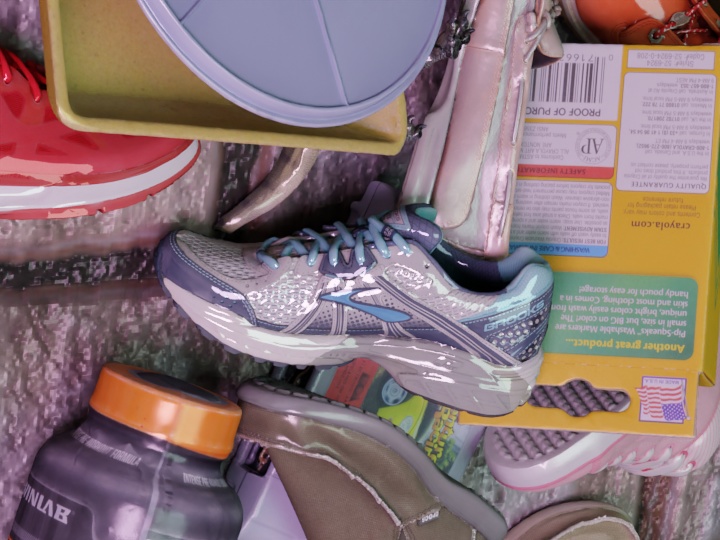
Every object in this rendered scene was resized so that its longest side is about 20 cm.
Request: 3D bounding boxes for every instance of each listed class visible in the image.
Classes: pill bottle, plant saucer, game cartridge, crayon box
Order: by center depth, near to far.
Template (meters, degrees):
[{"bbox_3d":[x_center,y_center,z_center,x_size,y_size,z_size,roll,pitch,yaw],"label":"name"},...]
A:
[{"bbox_3d":[-0.076,-0.150,1.224,0.199,0.048,0.201,3,77,-41],"label":"plant saucer"},{"bbox_3d":[-0.120,0.148,1.287,0.106,0.106,0.201,16,93,-43],"label":"pill bottle"},{"bbox_3d":[0.121,-0.014,1.386,0.052,0.125,0.201,36,58,-71],"label":"crayon box"},{"bbox_3d":[0.011,0.067,1.421,0.133,0.041,0.201,27,86,-47],"label":"game cartridge"}]

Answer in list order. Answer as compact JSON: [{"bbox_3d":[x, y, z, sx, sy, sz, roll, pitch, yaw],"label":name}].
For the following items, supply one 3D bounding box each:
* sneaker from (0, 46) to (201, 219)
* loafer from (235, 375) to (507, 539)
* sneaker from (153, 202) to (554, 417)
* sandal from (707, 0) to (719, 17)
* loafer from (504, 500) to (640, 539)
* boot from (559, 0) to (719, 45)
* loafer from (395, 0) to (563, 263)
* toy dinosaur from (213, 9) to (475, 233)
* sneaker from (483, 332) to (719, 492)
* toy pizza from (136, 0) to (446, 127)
[{"bbox_3d":[-0.155,-0.085,1.196,0.199,0.078,0.116,-15,115,-38],"label":"sneaker"},{"bbox_3d":[0.002,0.116,1.355,0.200,0.075,0.070,38,75,-42],"label":"loafer"},{"bbox_3d":[0.000,0.000,1.314,0.199,0.078,0.087,13,118,-12],"label":"sneaker"},{"bbox_3d":[0.198,-0.203,1.460,0.070,0.078,0.212,-45,124,-13],"label":"sandal"},{"bbox_3d":[0.090,0.193,1.508,0.199,0.068,0.076,-27,121,-32],"label":"loafer"},{"bbox_3d":[0.172,-0.124,1.447,0.075,0.107,0.201,-41,126,-21],"label":"boot"},{"bbox_3d":[0.072,-0.099,1.360,0.063,0.072,0.201,18,86,2],"label":"loafer"},{"bbox_3d":[-0.001,-0.102,1.322,0.047,0.088,0.201,7,102,-65],"label":"toy dinosaur"},{"bbox_3d":[0.146,0.089,1.503,0.200,0.075,0.105,-41,128,-41],"label":"sneaker"},{"bbox_3d":[-0.041,-0.159,1.204,0.199,0.032,0.201,14,68,-38],"label":"toy pizza"}]
